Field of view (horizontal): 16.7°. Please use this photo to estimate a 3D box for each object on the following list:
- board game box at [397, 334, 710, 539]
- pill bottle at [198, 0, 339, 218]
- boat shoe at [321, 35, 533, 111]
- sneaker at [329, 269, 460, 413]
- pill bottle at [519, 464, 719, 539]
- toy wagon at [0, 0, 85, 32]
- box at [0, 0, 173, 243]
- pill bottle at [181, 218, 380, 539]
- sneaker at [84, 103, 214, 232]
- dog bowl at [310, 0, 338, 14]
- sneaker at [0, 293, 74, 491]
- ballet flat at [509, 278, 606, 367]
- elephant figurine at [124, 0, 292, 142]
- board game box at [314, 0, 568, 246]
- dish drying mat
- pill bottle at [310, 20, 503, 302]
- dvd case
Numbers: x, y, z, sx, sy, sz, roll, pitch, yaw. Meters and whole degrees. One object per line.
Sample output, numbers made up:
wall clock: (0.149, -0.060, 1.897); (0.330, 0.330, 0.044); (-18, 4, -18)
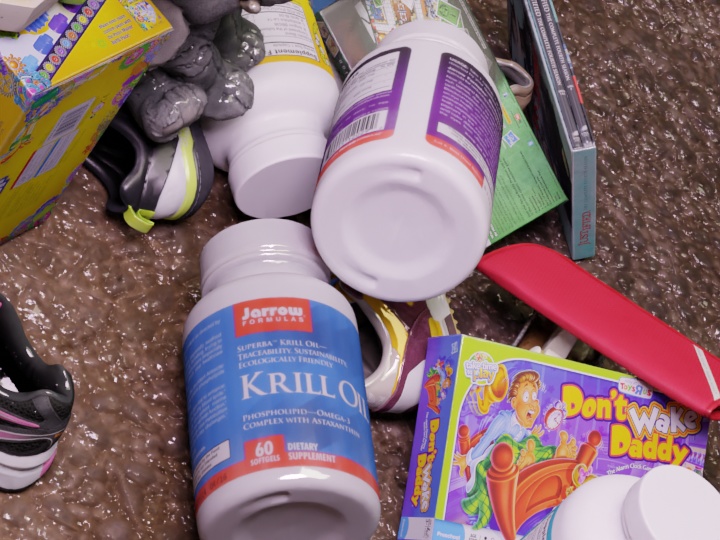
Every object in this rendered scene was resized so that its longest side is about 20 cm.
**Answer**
board game box: (0.128, 0.128, 1.586); (0.199, 0.045, 0.136); (14, 80, -27)
pill bottle: (-0.074, -0.137, 1.651); (0.104, 0.104, 0.201); (4, 55, -34)
boat shoe: (0.031, -0.146, 1.761); (0.199, 0.068, 0.075); (13, 51, -27)
sneaker: (0.000, 0.000, 1.616); (0.090, 0.075, 0.201); (3, 54, -41)
pill bottle: (0.140, 0.196, 1.469); (0.110, 0.200, 0.111); (20, 47, -23)
toy wagon: (-0.229, -0.221, 1.354); (0.154, 0.040, 0.201); (6, 55, -31)
box: (-0.247, -0.135, 1.448); (0.193, 0.200, 0.122); (49, 45, 9)
pill bottle: (-0.052, 0.072, 1.493); (0.112, 0.112, 0.201); (13, 50, -28)
sneaker: (-0.163, -0.117, 1.593); (0.082, 0.072, 0.201); (-10, 63, -39)
dog bowl: (0.007, -0.229, 1.730); (0.111, 0.200, 0.050); (-30, 92, -19)
sneaker: (-0.240, 0.030, 1.405); (0.200, 0.086, 0.080); (37, 41, -5)
ballet flat: (0.124, 0.066, 1.659); (0.072, 0.072, 0.201); (40, 43, -2)
elephant figurine: (-0.110, -0.183, 1.495); (0.154, 0.200, 0.142); (-18, 69, -16)
board game box: (0.056, -0.113, 1.713); (0.104, 0.023, 0.201); (-29, 95, -21)
dish drying mat: (0.171, 0.037, 1.632); (0.200, 0.018, 0.077); (35, 29, 28)
pill bottle: (0.034, -0.078, 1.565); (0.111, 0.112, 0.200); (31, 32, -12)
dvd case: (0.138, -0.128, 1.783); (0.022, 0.146, 0.201); (-11, 59, -2)
